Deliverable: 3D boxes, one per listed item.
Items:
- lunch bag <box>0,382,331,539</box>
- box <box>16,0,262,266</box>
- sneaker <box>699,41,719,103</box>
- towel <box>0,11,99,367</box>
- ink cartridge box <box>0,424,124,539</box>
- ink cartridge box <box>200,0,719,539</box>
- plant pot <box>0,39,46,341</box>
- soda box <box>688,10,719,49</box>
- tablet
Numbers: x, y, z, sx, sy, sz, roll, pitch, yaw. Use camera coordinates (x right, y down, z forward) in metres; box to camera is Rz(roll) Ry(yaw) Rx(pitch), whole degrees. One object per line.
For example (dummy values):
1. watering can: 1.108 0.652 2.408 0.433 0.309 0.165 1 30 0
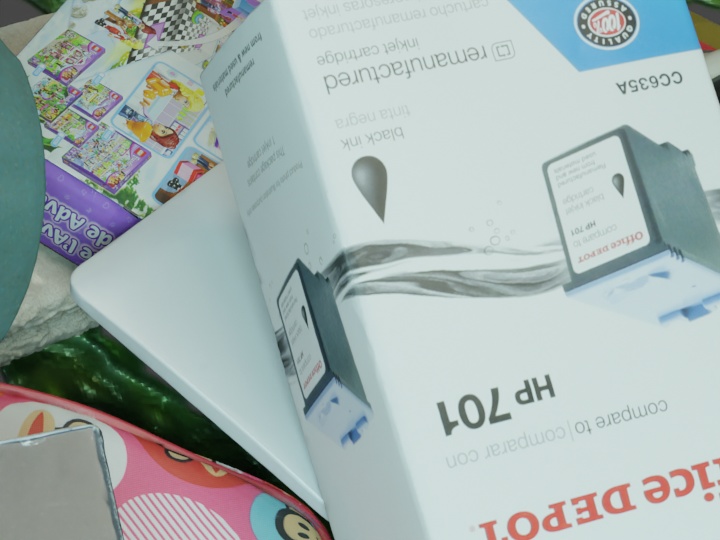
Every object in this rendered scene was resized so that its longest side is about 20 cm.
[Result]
1. lunch bag: -0.103 0.129 0.747 0.175 0.082 0.201 21 41 -9
2. box: -0.056 -0.062 0.959 0.136 0.039 0.200 31 39 0
3. sneaker: 0.079 -0.063 0.960 0.085 0.078 0.199 27 17 32
4. towel: -0.129 -0.031 0.938 0.199 0.035 0.133 -22 63 -45
5. ink cartridge box: -0.142 0.153 0.635 0.198 0.043 0.200 -12 73 -13
6. ink cartridge box: 0.050 0.005 0.802 0.145 0.086 0.202 -13 79 -22
7. plant pot: -0.202 -0.025 0.694 0.200 0.201 0.196 49 23 22
8. soda box: 0.099 -0.091 1.113 0.199 0.064 0.068 25 40 -7
9. tablet: 0.000 0.000 0.889 0.130 0.014 0.200 40 41 9
